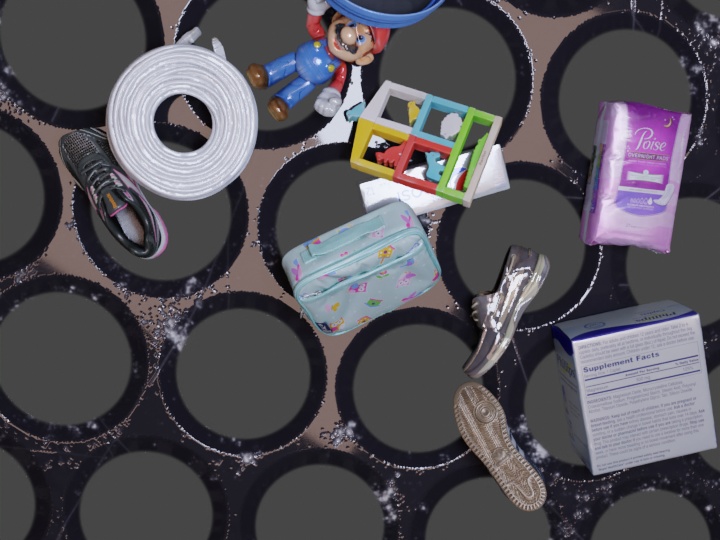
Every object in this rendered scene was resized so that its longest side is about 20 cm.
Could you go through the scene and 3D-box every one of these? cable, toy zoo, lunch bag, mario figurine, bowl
[{"bbox_3d":[-0.229,-0.192,1.275,0.199,0.069,0.201,-33,104,-10],"label":"cable"},{"bbox_3d":[0.073,-0.174,1.294,0.198,0.020,0.132,19,72,11],"label":"toy zoo"},{"bbox_3d":[0.000,0.000,1.294,0.199,0.161,0.078,-26,58,2],"label":"lunch bag"},{"bbox_3d":[-0.050,-0.282,1.267,0.199,0.106,0.124,-33,135,9],"label":"mario figurine"},{"bbox_3d":[0.025,-0.397,1.244,0.198,0.039,0.203,5,68,-14],"label":"bowl"}]

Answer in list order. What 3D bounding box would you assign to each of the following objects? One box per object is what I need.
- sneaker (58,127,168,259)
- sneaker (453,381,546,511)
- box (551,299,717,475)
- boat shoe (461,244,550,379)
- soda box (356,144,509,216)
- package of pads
[{"bbox_3d":[-0.322,-0.102,1.288,0.080,0.086,0.201,-38,100,1],"label":"sneaker"},{"bbox_3d":[0.201,0.256,1.409,0.070,0.109,0.201,-33,71,4],"label":"sneaker"},{"bbox_3d":[0.384,0.161,1.382,0.182,0.105,0.202,-12,101,-2],"label":"box"},{"bbox_3d":[0.189,0.054,1.372,0.073,0.074,0.201,30,88,1],"label":"boat shoe"},{"bbox_3d":[0.097,-0.116,1.329,0.198,0.068,0.064,-16,99,-2],"label":"soda box"},{"bbox_3d":[0.377,-0.128,1.347,0.119,0.076,0.202,6,99,-8],"label":"package of pads"}]
